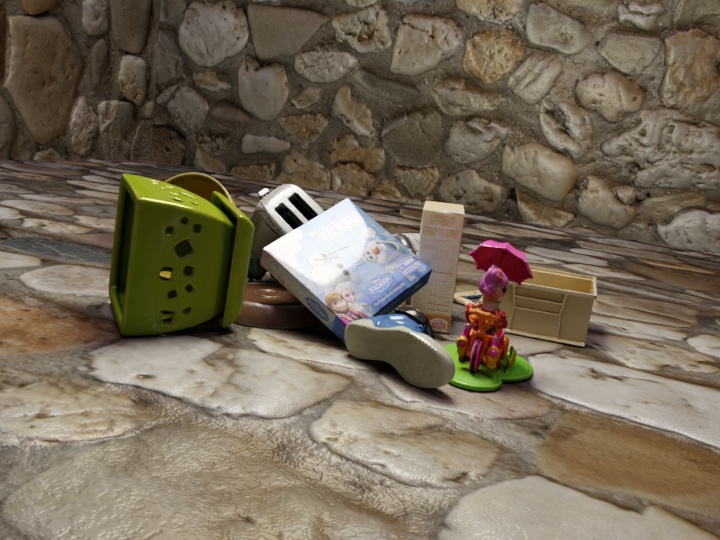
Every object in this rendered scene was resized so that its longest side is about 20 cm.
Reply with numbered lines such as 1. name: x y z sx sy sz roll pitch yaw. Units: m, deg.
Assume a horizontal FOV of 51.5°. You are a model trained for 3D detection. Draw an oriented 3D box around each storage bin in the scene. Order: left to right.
1. storage bin: 0.327 0.055 1.374 0.196 0.095 0.200 10 12 16

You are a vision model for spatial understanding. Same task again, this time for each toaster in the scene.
1. toaster: -0.119 -0.057 1.345 0.200 0.129 0.113 47 57 6

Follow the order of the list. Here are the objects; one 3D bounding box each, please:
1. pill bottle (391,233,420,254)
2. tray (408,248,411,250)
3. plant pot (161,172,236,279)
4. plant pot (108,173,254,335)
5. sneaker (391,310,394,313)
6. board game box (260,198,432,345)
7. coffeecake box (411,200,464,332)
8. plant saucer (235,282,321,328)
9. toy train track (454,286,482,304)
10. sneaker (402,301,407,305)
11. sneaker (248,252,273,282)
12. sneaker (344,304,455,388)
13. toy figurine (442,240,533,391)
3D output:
1. pill bottle: 0.111 -0.028 1.628 0.198 0.108 0.106 -2 14 -39
2. tray: 0.000 0.000 1.445 0.197 0.100 0.037 6 -28 -9
3. plant pot: -0.300 -0.063 1.410 0.197 0.203 0.142 11 -12 20
4. plant pot: -0.270 -0.024 1.121 0.179 0.202 0.200 4 15 -26
5. sneaker: -0.010 -0.004 1.272 0.197 0.080 0.130 24 47 7
6. board game box: -0.021 -0.006 1.187 0.198 0.044 0.199 40 50 20
7. coffeecake box: 0.134 -0.011 1.304 0.072 0.203 0.154 7 11 5
8. plant saucer: -0.154 0.053 1.245 0.197 0.035 0.200 6 12 -1
9. toy train track: 0.213 0.040 1.540 0.198 0.033 0.114 -3 15 -45
10. sneaker: -0.006 0.004 1.353 0.200 0.071 0.089 44 36 24
11. sneaker: -0.157 -0.039 1.483 0.074 0.089 0.199 24 31 34
12. sneaker: 0.079 0.100 1.031 0.110 0.078 0.199 -14 15 -38
13. toy figurine: 0.181 0.052 1.059 0.148 0.187 0.200 10 12 19
